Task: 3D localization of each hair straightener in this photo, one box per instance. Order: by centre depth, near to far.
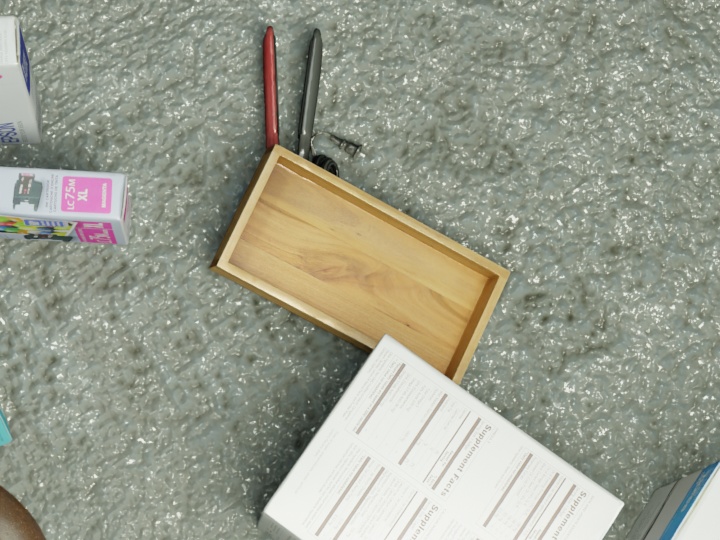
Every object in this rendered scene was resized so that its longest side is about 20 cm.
[{"bbox_3d":[-0.034,-0.082,1.575,0.076,0.041,0.202,0,81,-3],"label":"hair straightener"}]

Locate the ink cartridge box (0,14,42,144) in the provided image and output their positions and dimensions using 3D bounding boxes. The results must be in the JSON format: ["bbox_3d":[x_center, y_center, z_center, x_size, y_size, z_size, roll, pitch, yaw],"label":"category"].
[{"bbox_3d":[-0.328,-0.126,1.484,0.198,0.196,0.044,-4,79,-4],"label":"ink cartridge box"}]

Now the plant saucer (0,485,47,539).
[{"bbox_3d":[-0.314,0.236,1.507,0.198,0.037,0.203,1,81,-4],"label":"plant saucer"}]

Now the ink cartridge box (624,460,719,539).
[{"bbox_3d":[0.264,0.212,1.467,0.144,0.200,0.084,33,78,2],"label":"ink cartridge box"}]

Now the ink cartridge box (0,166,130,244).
[{"bbox_3d":[-0.264,-0.048,1.514,0.198,0.119,0.042,5,82,-4],"label":"ink cartridge box"}]

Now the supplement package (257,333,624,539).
[{"bbox_3d":[0.051,0.171,1.483,0.199,0.152,0.151,35,79,2],"label":"supplement package"}]

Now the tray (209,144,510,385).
[{"bbox_3d":[0.000,0.000,1.547,0.199,0.037,0.099,28,80,-11],"label":"tray"}]

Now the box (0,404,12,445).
[{"bbox_3d":[-0.355,0.114,1.505,0.198,0.049,0.083,-22,62,-7],"label":"box"}]
